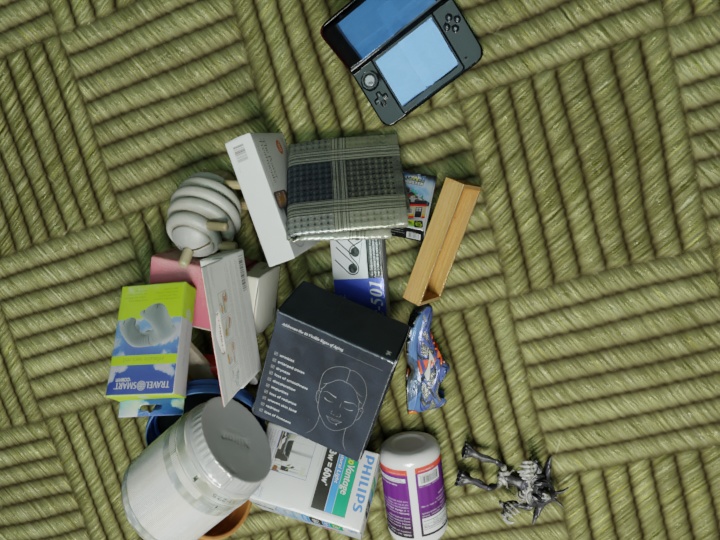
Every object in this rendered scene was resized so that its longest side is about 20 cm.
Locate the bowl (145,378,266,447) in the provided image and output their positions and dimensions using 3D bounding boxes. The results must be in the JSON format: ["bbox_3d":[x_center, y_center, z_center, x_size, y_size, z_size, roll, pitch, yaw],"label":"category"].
[{"bbox_3d":[-0.257,0.264,1.034,0.195,0.040,0.205,-5,124,-7],"label":"bowl"}]

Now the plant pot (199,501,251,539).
[{"bbox_3d":[-0.316,0.408,1.148,0.139,0.200,0.202,-30,95,32],"label":"plant pot"}]

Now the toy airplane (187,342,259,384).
[{"bbox_3d":[-0.278,0.194,1.074,0.197,0.142,0.201,29,137,9],"label":"toy airplane"}]

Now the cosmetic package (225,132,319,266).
[{"bbox_3d":[-0.139,-0.123,1.016,0.051,0.151,0.204,-17,98,13],"label":"cosmetic package"}]

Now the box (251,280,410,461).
[{"bbox_3d":[-0.048,0.159,0.986,0.196,0.124,0.200,22,117,7],"label":"box"}]

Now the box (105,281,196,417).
[{"bbox_3d":[-0.330,0.124,0.974,0.119,0.048,0.205,-5,68,12],"label":"box"}]

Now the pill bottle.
[{"bbox_3d":[0.096,0.401,1.095,0.109,0.112,0.205,-5,101,12],"label":"pill bottle"}]

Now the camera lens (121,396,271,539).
[{"bbox_3d":[-0.253,0.312,0.944,0.199,0.160,0.161,-40,92,17],"label":"camera lens"}]

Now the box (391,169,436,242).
[{"bbox_3d":[0.020,-0.120,1.013,0.195,0.035,0.112,12,62,8],"label":"box"}]

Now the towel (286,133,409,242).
[{"bbox_3d":[-0.022,-0.134,0.989,0.194,0.035,0.197,-5,58,2],"label":"towel"}]

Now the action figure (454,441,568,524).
[{"bbox_3d":[0.265,0.372,1.064,0.195,0.102,0.122,15,92,9],"label":"action figure"}]

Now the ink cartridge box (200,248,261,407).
[{"bbox_3d":[-0.207,0.081,0.925,0.042,0.174,0.205,-6,98,11],"label":"ink cartridge box"}]

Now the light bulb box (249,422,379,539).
[{"bbox_3d":[-0.074,0.368,1.064,0.195,0.199,0.127,14,65,8],"label":"light bulb box"}]

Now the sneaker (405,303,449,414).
[{"bbox_3d":[0.117,0.152,1.070,0.076,0.076,0.205,0,109,2],"label":"sneaker"}]

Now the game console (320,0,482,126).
[{"bbox_3d":[0.068,-0.350,0.948,0.198,0.119,0.174,-33,94,16],"label":"game console"}]

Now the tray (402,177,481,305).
[{"bbox_3d":[0.133,-0.047,1.003,0.037,0.098,0.204,26,106,23],"label":"tray"}]

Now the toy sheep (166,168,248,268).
[{"bbox_3d":[-0.261,-0.091,1.040,0.134,0.203,0.139,10,142,8],"label":"toy sheep"}]

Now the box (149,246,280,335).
[{"bbox_3d":[-0.254,0.034,1.081,0.195,0.128,0.112,11,102,8],"label":"box"}]

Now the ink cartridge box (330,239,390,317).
[{"bbox_3d":[0.000,0.000,1.068,0.092,0.044,0.205,-3,101,13],"label":"ink cartridge box"}]
